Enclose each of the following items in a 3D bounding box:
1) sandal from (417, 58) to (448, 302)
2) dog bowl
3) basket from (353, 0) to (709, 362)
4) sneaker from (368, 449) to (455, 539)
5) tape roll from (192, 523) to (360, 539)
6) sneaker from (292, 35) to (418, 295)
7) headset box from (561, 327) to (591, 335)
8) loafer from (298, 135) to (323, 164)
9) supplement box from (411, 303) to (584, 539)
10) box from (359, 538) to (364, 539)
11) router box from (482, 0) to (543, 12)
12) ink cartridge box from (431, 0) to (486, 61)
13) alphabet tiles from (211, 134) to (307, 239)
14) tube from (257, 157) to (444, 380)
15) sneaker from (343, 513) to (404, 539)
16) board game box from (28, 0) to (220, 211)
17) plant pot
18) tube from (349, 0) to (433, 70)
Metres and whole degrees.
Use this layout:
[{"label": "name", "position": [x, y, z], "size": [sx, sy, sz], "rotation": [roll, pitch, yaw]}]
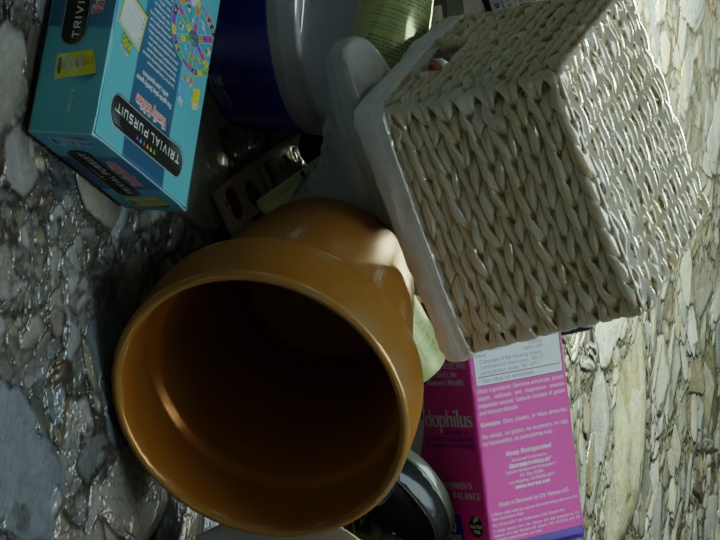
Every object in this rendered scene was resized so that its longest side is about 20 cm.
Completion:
[{"label": "sandal", "position": [0.056, -0.062, 1.743], "size": [0.059, 0.079, 0.207], "rotation": [-124, -155, -60]}, {"label": "dog bowl", "position": [-0.046, -0.199, 1.684], "size": [0.200, 0.078, 0.201], "rotation": [3, 90, -70]}, {"label": "basket", "position": [0.123, -0.075, 1.616], "size": [0.201, 0.160, 0.198], "rotation": [67, 29, -17]}, {"label": "sneaker", "position": [-0.016, 0.170, 1.783], "size": [0.200, 0.075, 0.106], "rotation": [45, 50, -21]}, {"label": "tape roll", "position": [-0.042, 0.278, 1.591], "size": [0.139, 0.202, 0.203], "rotation": [47, 49, -64]}, {"label": "sneaker", "position": [-0.010, -0.068, 1.636], "size": [0.075, 0.088, 0.201], "rotation": [-55, 138, -52]}, {"label": "headset box", "position": [0.096, -0.042, 1.946], "size": [0.093, 0.173, 0.201], "rotation": [-112, -166, -63]}, {"label": "loafer", "position": [0.045, -0.080, 1.805], "size": [0.199, 0.071, 0.073], "rotation": [14, 110, -32]}, {"label": "supplement box", "position": [0.102, 0.120, 1.861], "size": [0.103, 0.101, 0.201], "rotation": [-7, 91, -34]}, {"label": "box", "position": [0.001, 0.268, 1.791], "size": [0.200, 0.048, 0.118], "rotation": [20, 80, -40]}, {"label": "router box", "position": [0.160, -0.189, 1.815], "size": [0.201, 0.052, 0.157], "rotation": [68, 30, -25]}, {"label": "ink cartridge box", "position": [0.042, -0.217, 1.833], "size": [0.084, 0.145, 0.201], "rotation": [-56, 144, -55]}, {"label": "alphabet tiles", "position": [-0.040, 0.008, 1.745], "size": [0.201, 0.008, 0.167], "rotation": [68, 25, -11]}, {"label": "tube", "position": [0.000, 0.000, 1.738], "size": [0.200, 0.052, 0.058], "rotation": [58, 39, -32]}, {"label": "sneaker", "position": [-0.010, 0.234, 1.850], "size": [0.075, 0.084, 0.200], "rotation": [69, 30, -47]}, {"label": "board game box", "position": [-0.142, -0.156, 1.466], "size": [0.151, 0.047, 0.201], "rotation": [43, 53, -66]}, {"label": "plant pot", "position": [-0.044, 0.045, 1.563], "size": [0.183, 0.199, 0.201], "rotation": [-63, 150, -57]}, {"label": "tube", "position": [0.024, -0.190, 1.691], "size": [0.052, 0.058, 0.201], "rotation": [59, 37, -65]}]
